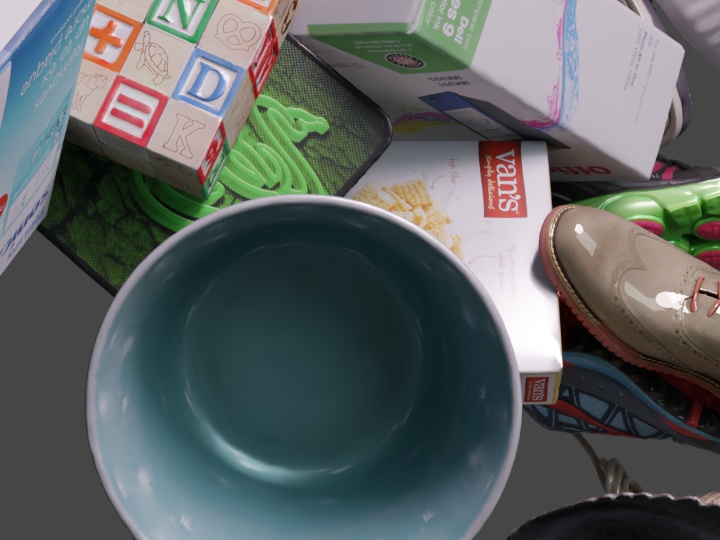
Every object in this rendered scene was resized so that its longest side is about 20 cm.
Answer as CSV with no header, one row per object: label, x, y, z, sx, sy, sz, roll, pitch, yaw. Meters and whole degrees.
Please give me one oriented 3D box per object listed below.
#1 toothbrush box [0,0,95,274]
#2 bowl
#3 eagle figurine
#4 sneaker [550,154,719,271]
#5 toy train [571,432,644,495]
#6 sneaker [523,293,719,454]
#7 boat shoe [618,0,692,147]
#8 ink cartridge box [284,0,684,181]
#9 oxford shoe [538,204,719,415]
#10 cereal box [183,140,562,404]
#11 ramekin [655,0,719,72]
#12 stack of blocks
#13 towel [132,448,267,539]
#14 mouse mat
toothbrush box,-0.197,-0.063,1.343,0.085,0.200,0.146,27,46,5
bowl,-0.027,0.051,1.389,0.201,0.201,0.105,35,11,-10
eagle figurine,0.135,0.158,1.427,0.151,0.200,0.152,34,22,-18
sneaker,0.165,-0.044,1.639,0.200,0.077,0.084,-4,48,-10
toy train,0.184,0.145,1.530,0.085,0.116,0.200,-16,71,-40
sneaker,0.130,0.048,1.566,0.200,0.096,0.079,24,60,-2
boat shoe,0.153,-0.164,1.743,0.063,0.073,0.200,-12,64,-35
ink cartridge box,0.051,-0.120,1.547,0.200,0.145,0.088,26,74,-43
oxford shoe,0.181,0.020,1.487,0.200,0.075,0.071,32,57,-19
cereal box,0.000,0.000,1.495,0.200,0.040,0.144,-1,57,-2
ramekin,0.220,-0.206,1.758,0.202,0.094,0.202,46,22,-26
stack of blocks,-0.143,-0.130,1.452,0.200,0.059,0.115,23,78,7
towel,-0.056,0.188,1.403,0.147,0.024,0.200,33,48,-11
mouse mat,-0.105,-0.076,1.472,0.200,0.008,0.161,40,81,9
